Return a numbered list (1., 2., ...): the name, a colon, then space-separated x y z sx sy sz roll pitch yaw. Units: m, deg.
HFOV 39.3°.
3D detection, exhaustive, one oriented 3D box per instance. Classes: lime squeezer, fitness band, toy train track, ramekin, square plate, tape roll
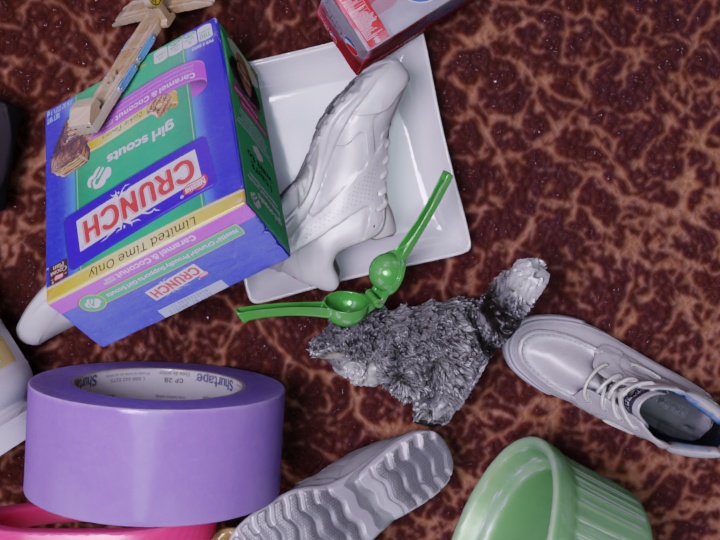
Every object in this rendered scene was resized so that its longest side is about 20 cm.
1. lime squeezer: 0.000 0.000 0.802 0.199 0.038 0.071 -34 110 -5
2. fitness band: -0.216 0.205 0.825 0.198 0.144 0.038 -1 93 0
3. toy train track: -0.180 -0.191 0.798 0.114 0.033 0.201 -2 53 34
4. ramekin: 0.146 0.244 0.806 0.097 0.200 0.201 24 94 -9
5. square plate: -0.022 -0.091 0.863 0.197 0.028 0.201 -13 94 0
6. tape roll: -0.159 0.129 0.792 0.198 0.200 0.086 4 95 0

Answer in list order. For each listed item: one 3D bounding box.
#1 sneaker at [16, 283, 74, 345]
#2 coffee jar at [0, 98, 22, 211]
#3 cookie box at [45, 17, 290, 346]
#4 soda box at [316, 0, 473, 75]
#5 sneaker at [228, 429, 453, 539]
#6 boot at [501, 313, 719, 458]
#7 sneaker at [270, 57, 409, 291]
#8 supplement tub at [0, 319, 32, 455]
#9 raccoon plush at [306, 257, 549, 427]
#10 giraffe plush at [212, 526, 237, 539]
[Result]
1. sneaker: -0.199 0.012 0.850 0.200 0.070 0.080 -34 96 2
2. coffee jar: -0.385 -0.111 0.832 0.199 0.085 0.105 12 92 0
3. cookie box: -0.152 -0.069 0.768 0.170 0.075 0.201 -25 52 14
4. soda box: 0.064 -0.242 0.815 0.199 0.070 0.064 -34 91 -10
5. sneaker: -0.018 0.198 0.834 0.199 0.082 0.075 -23 90 -18
6. boot: 0.218 0.095 0.842 0.199 0.096 0.074 21 94 -1
7. sneaker: -0.004 -0.074 0.821 0.099 0.078 0.201 29 102 -9
8. supplement tub: -0.359 0.073 0.815 0.145 0.145 0.201 -31 93 2
9. raccoon plush: 0.048 0.031 0.825 0.133 0.097 0.201 31 116 -2
10. giraffe plush: -0.074 0.309 0.846 0.199 0.172 0.163 17 82 33
